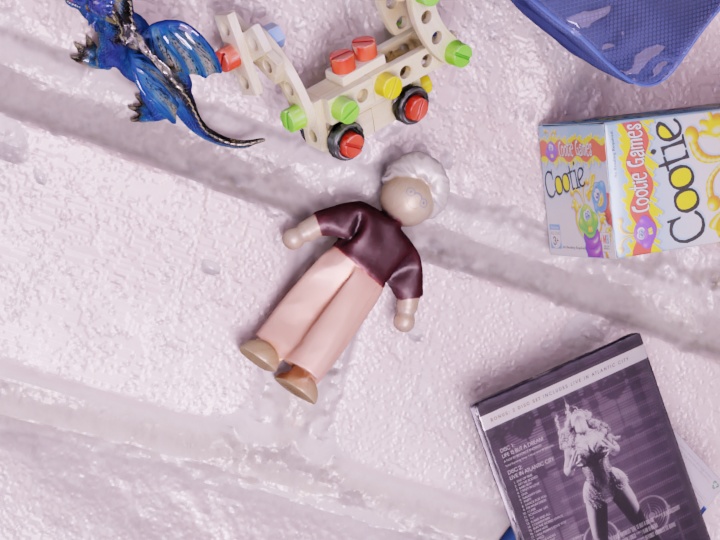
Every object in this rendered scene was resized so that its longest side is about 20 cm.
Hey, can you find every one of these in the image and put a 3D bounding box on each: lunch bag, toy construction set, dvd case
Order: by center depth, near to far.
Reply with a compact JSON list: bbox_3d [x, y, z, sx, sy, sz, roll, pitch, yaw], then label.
[{"bbox_3d":[-0.004,-0.160,1.656,0.199,0.092,0.132,-21,125,-15],"label":"toy construction set"},{"bbox_3d":[0.166,-0.244,1.714,0.200,0.132,0.136,39,92,-22],"label":"lunch bag"},{"bbox_3d":[0.179,0.167,1.733,0.148,0.016,0.201,-22,97,-20],"label":"dvd case"}]

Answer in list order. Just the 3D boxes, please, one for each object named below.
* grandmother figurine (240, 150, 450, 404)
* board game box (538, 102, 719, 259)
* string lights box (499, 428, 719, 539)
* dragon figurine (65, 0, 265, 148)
[{"bbox_3d":[0.000,0.000,1.685,0.121,0.060,0.201,41,78,-30],"label":"grandmother figurine"},{"bbox_3d":[0.251,-0.073,1.773,0.199,0.105,0.104,-8,96,-24],"label":"board game box"},{"bbox_3d":[0.180,0.206,1.775,0.103,0.059,0.200,46,74,-19],"label":"string lights box"},{"bbox_3d":[-0.138,-0.140,1.590,0.200,0.099,0.059,46,74,-19],"label":"dragon figurine"}]
